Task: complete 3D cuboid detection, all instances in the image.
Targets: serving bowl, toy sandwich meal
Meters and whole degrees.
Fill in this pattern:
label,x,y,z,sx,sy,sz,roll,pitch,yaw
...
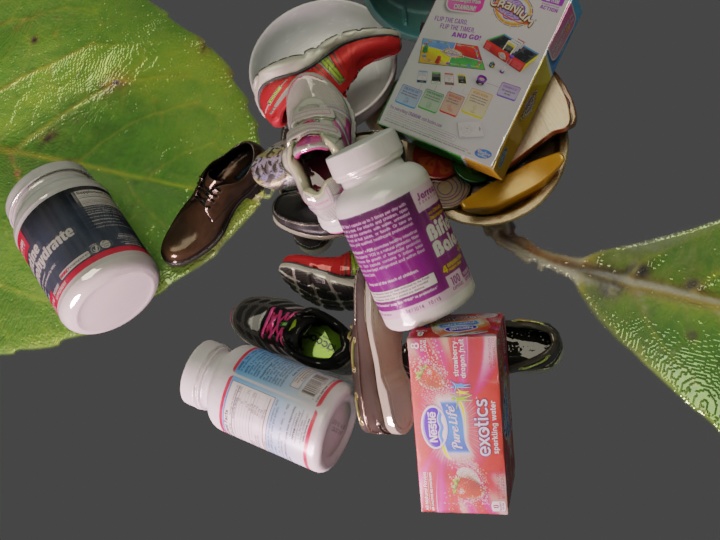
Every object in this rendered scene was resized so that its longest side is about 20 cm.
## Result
label,x,y,z,sx,sy,sz,roll,pitch,yaw
serving bowl,-0.045,-0.259,1.303,0.197,0.066,0.203,-4,64,8
toy sandwich meal,0.144,-0.148,1.089,0.202,0.070,0.208,-3,78,13

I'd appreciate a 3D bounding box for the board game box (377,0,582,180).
label,x,y,z,sx,sy,sz,roll,pitch,yaw
board game box,0.127,-0.218,1.056,0.152,0.040,0.202,26,90,28

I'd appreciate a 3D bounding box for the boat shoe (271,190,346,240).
label,x,y,z,sx,sy,sz,roll,pitch,yaw
boat shoe,-0.018,-0.078,1.190,0.197,0.068,0.073,6,60,19

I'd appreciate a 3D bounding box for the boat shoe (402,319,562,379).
label,x,y,z,sx,sy,sz,roll,pitch,yaw
boat shoe,0.134,0.091,1.146,0.198,0.061,0.073,-8,72,12

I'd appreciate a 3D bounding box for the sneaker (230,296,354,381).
label,x,y,z,sx,sy,sz,roll,pitch,yaw
sneaker,-0.078,0.074,1.203,0.198,0.088,0.074,21,77,21

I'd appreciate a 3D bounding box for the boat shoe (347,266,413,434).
label,x,y,z,sx,sy,sz,roll,pitch,yaw
boat shoe,0.015,0.089,1.135,0.059,0.072,0.203,-9,91,35

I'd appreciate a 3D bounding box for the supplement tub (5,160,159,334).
label,x,y,z,sx,sy,sz,roll,pitch,yaw
supplement tub,-0.366,-0.031,1.288,0.140,0.140,0.201,-38,66,-1

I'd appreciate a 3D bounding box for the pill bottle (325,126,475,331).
label,x,y,z,sx,sy,sz,roll,pitch,yaw
pill bottle,0.039,-0.047,1.065,0.111,0.112,0.202,-24,100,5

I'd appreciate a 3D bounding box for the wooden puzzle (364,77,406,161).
label,x,y,z,sx,sy,sz,roll,pitch,yaw
wooden puzzle,0.126,-0.203,1.281,0.199,0.037,0.186,-39,66,4

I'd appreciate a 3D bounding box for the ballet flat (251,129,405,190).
label,x,y,z,sx,sy,sz,roll,pitch,yaw
ballet flat,-0.038,-0.145,1.230,0.198,0.072,0.073,-7,67,-10

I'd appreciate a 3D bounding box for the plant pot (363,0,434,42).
label,x,y,z,sx,sy,sz,roll,pitch,yaw
plant pot,0.089,-0.440,1.281,0.198,0.201,0.198,-14,48,9

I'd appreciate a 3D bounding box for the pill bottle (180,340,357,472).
label,x,y,z,sx,sy,sz,roll,pitch,yaw
pill bottle,-0.111,0.155,1.171,0.198,0.109,0.110,20,76,21

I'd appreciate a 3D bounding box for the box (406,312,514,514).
label,x,y,z,sx,sy,sz,roll,pitch,yaw
box,0.112,0.155,1.073,0.098,0.095,0.203,-2,102,14

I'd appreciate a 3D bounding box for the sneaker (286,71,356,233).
label,x,y,z,sx,sy,sz,roll,pitch,yaw
sneaker,-0.046,-0.149,1.134,0.081,0.088,0.202,-21,68,12

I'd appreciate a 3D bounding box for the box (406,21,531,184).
label,x,y,z,sx,sy,sz,roll,pitch,yaw
box,0.142,-0.186,1.190,0.146,0.107,0.203,4,79,14

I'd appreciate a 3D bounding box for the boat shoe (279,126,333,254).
label,x,y,z,sx,sy,sz,roll,pitch,yaw
boat shoe,-0.073,-0.125,1.288,0.071,0.061,0.204,-14,68,10

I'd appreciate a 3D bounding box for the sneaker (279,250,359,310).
label,x,y,z,sx,sy,sz,roll,pitch,yaw
sneaker,0.000,0.000,1.218,0.197,0.077,0.086,7,60,7

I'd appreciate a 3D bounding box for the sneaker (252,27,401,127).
label,x,y,z,sx,sy,sz,roll,pitch,yaw
sneaker,-0.034,-0.236,1.227,0.198,0.077,0.086,-24,83,3

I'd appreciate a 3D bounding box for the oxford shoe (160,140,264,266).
label,x,y,z,sx,sy,sz,roll,pitch,yaw
oxford shoe,-0.202,-0.095,1.300,0.072,0.084,0.201,35,84,21
